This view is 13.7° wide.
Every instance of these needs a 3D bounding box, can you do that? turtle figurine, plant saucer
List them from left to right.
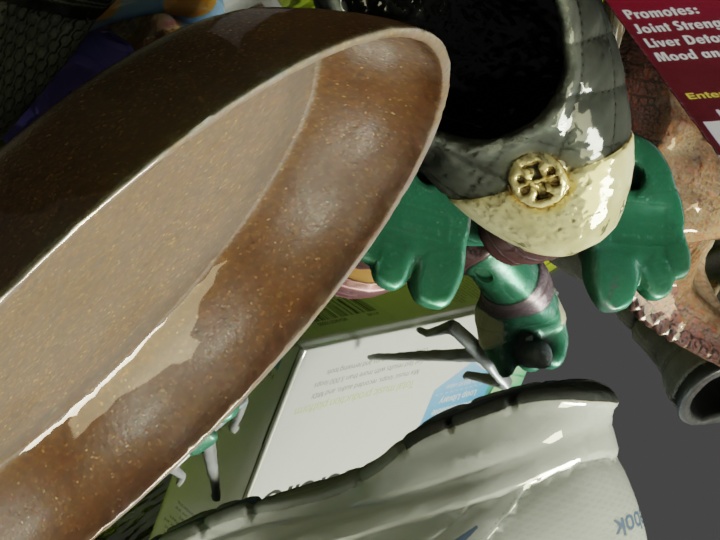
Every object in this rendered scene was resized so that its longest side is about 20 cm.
[{"bbox_3d":[-0.062,0.011,0.667,0.200,0.034,0.200,-44,167,-13],"label":"plant saucer"},{"bbox_3d":[0.000,0.000,0.861,0.149,0.101,0.200,-19,179,-27],"label":"turtle figurine"}]

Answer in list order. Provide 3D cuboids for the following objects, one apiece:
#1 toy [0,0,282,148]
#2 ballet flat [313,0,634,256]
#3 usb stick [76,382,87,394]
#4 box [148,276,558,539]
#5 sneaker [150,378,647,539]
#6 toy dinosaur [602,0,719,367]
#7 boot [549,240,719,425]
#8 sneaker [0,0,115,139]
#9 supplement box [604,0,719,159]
[{"bbox_3d":[-0.065,-0.032,0.749,0.115,0.047,0.200,-34,169,2],"label":"toy"},{"bbox_3d":[0.011,-0.080,0.709,0.066,0.057,0.200,-22,119,11],"label":"ballet flat"},{"bbox_3d":[-0.161,0.054,0.754,0.199,0.033,0.055,-22,164,-7],"label":"usb stick"},{"bbox_3d":[-0.016,0.093,1.049,0.144,0.036,0.200,-11,130,-49],"label":"box"},{"bbox_3d":[-0.005,0.101,0.899,0.200,0.087,0.074,-23,175,17],"label":"sneaker"},{"bbox_3d":[0.090,-0.049,0.893,0.086,0.201,0.135,-6,170,30],"label":"toy dinosaur"},{"bbox_3d":[0.150,-0.027,1.032,0.200,0.132,0.070,-30,153,-25],"label":"boot"},{"bbox_3d":[-0.043,-0.094,0.585,0.078,0.085,0.200,-4,137,-55],"label":"sneaker"},{"bbox_3d":[0.100,-0.102,0.697,0.200,0.109,0.061,47,48,-46],"label":"supplement box"}]
